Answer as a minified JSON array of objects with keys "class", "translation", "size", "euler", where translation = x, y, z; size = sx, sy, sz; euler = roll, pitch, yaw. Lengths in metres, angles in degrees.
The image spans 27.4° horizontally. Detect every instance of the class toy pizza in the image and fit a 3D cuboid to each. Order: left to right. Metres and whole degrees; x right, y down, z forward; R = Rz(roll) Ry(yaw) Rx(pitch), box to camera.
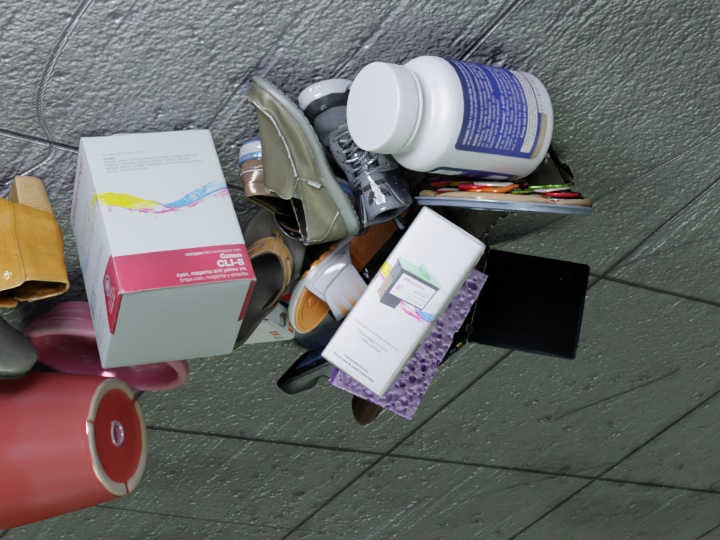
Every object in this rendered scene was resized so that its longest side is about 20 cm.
[{"class":"toy pizza","translation":[0.157,-0.081,1.614],"size":[0.199,0.032,0.200],"euler":[4,-178,0]}]

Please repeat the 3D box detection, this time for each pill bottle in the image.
[{"class":"pill bottle","translation":[0.091,-0.160,1.538],"size":[0.199,0.120,0.120],"euler":[4,143,-37]}]

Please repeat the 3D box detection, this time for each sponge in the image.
[{"class":"sponge","translation":[0.056,0.068,1.756],"size":[0.111,0.030,0.201],"euler":[27,94,-15]}]

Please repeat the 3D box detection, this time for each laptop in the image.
[{"class":"laptop","translation":[0.170,0.072,1.851],"size":[0.116,0.188,0.200],"euler":[36,128,-13]}]

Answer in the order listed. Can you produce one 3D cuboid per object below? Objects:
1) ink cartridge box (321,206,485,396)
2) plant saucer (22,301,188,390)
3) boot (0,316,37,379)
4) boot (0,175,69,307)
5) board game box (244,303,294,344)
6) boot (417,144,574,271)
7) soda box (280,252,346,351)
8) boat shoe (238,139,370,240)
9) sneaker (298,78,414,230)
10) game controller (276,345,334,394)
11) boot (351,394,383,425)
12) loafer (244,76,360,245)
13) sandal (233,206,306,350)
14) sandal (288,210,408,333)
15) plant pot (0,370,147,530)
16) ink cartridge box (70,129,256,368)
[{"class":"ink cartridge box","translation":[0.049,0.036,1.649],"size":[0.200,0.084,0.145],"euler":[-55,176,-1]},{"class":"plant saucer","translation":[-0.299,0.087,1.750],"size":[0.199,0.051,0.201],"euler":[8,158,3]},{"class":"boot","translation":[-0.413,0.036,1.618],"size":[0.200,0.068,0.130],"euler":[35,124,-29]},{"class":"boot","translation":[-0.398,-0.029,1.489],"size":[0.200,0.145,0.071],"euler":[-2,145,-22]},{"class":"board game box","translation":[-0.193,0.053,1.748],"size":[0.199,0.035,0.126],"euler":[-7,153,28]},{"class":"boot","translation":[0.174,-0.077,1.765],"size":[0.173,0.070,0.200],"euler":[-23,146,9]},{"class":"soda box","translation":[-0.079,0.022,1.795],"size":[0.063,0.069,0.200],"euler":[-22,147,11]},{"class":"boat shoe","translation":[-0.063,-0.071,1.636],"size":[0.072,0.073,0.200],"euler":[-16,149,42]},{"class":"sneaker","translation":[0.004,-0.118,1.576],"size":[0.075,0.114,0.200],"euler":[-26,147,13]},{"class":"game controller","translation":[-0.045,0.111,1.890],"size":[0.104,0.042,0.200],"euler":[-16,-174,11]},{"class":"boot","translation":[0.041,0.091,1.904],"size":[0.064,0.187,0.200],"euler":[22,156,5]},{"class":"loafer","translation":[-0.070,-0.106,1.526],"size":[0.069,0.075,0.201],"euler":[-32,113,-5]},{"class":"sandal","translation":[-0.114,0.002,1.637],"size":[0.082,0.200,0.055],"euler":[39,146,-9]},{"class":"sandal","translation":[-0.003,-0.004,1.726],"size":[0.207,0.059,0.079],"euler":[-50,147,-1]},{"class":"plant pot","translation":[-0.366,0.208,1.784],"size":[0.176,0.201,0.200],"euler":[-9,152,19]},{"class":"ink cartridge box","translation":[-0.211,-0.026,1.535],"size":[0.144,0.201,0.146],"euler":[-7,148,-21]}]
